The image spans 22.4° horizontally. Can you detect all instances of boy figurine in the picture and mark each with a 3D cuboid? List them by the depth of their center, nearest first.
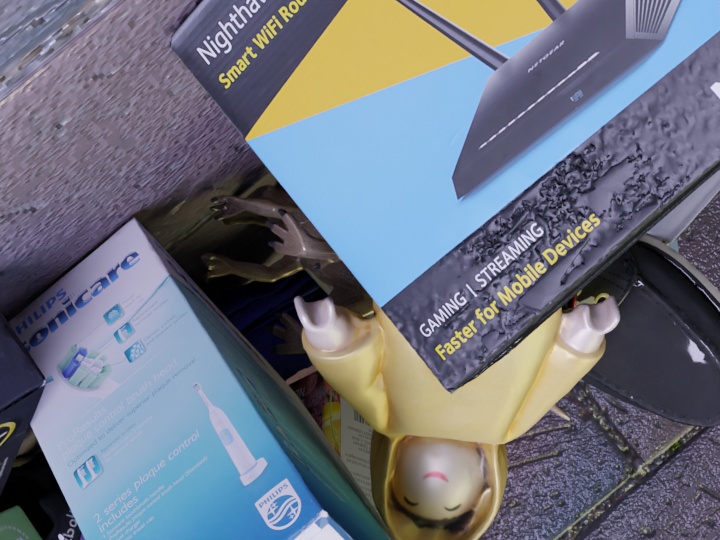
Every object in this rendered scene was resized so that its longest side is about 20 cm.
[{"bbox_3d":[0.033,0.031,0.703,0.065,0.123,0.201,-96,-165,-48],"label":"boy figurine"}]

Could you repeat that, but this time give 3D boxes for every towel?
[{"bbox_3d":[-0.065,0.031,0.970,0.147,0.050,0.200,-16,-173,32],"label":"towel"}]

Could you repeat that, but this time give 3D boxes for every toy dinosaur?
[{"bbox_3d":[0.000,0.000,0.790,0.101,0.199,0.059,-12,126,-49],"label":"toy dinosaur"}]

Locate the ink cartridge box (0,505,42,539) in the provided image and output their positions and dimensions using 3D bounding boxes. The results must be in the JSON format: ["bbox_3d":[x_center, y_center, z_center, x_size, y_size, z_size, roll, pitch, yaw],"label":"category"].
[{"bbox_3d":[-0.137,0.209,0.765,0.067,0.201,0.117,-39,173,21],"label":"ink cartridge box"}]

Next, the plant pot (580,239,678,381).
[{"bbox_3d":[0.124,-0.012,1.266,0.133,0.202,0.200,-9,166,-11],"label":"plant pot"}]

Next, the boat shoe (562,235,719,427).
[{"bbox_3d":[0.076,0.005,0.756,0.074,0.201,0.063,-54,180,33],"label":"boat shoe"}]

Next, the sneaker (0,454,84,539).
[{"bbox_3d":[-0.159,0.116,0.912,0.200,0.087,0.076,-1,-108,60],"label":"sneaker"}]

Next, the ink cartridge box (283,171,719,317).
[{"bbox_3d":[0.063,-0.037,0.865,0.083,0.145,0.200,-43,177,-35],"label":"ink cartridge box"}]

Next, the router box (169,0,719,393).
[{"bbox_3d":[0.055,-0.081,0.551,0.200,0.149,0.051,-44,172,29],"label":"router box"}]

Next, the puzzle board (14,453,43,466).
[{"bbox_3d":[-0.266,0.176,1.031,0.200,0.017,0.151,-41,173,6],"label":"puzzle board"}]

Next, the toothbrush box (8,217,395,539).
[{"bbox_3d":[-0.051,0.095,0.731,0.085,0.200,0.147,-38,134,1],"label":"toothbrush box"}]

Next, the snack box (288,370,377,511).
[{"bbox_3d":[-0.050,0.170,0.872,0.067,0.201,0.168,22,145,-36],"label":"snack box"}]

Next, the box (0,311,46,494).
[{"bbox_3d":[-0.212,0.099,0.712,0.161,0.049,0.200,-31,170,-28],"label":"box"}]
